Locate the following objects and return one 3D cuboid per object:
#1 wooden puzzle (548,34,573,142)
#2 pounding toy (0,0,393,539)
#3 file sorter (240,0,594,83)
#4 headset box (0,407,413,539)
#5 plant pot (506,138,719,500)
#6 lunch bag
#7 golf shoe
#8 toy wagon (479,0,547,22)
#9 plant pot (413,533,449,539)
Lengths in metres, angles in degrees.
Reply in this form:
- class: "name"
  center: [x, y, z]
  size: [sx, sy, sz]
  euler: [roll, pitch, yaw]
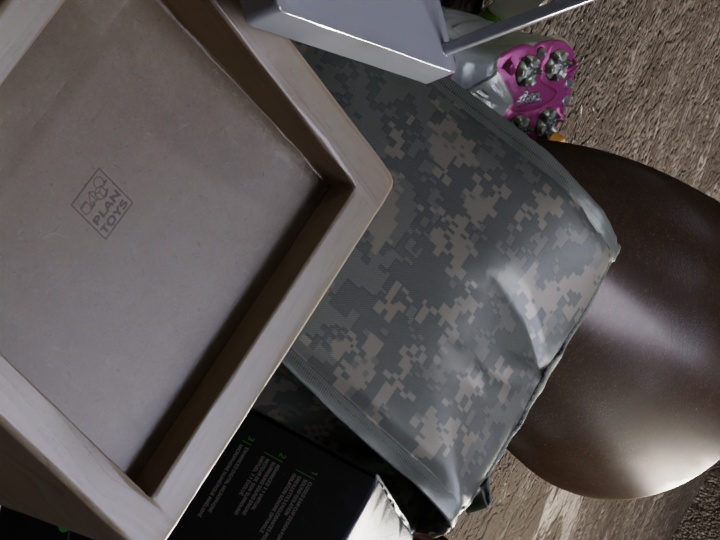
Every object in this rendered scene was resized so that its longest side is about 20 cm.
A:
- class: "wooden puzzle"
  center: [0.059, -0.032, 1.143]
  size: [0.185, 0.046, 0.201]
  euler: [-38, 161, -52]
- class: "pounding toy"
  center: [-0.108, -0.001, 0.622]
  size: [0.200, 0.141, 0.185]
  euler: [50, 63, -36]
- class: "file sorter"
  center: [0.024, -0.185, 0.619]
  size: [0.138, 0.123, 0.202]
  euler: [5, 70, -63]
- class: "headset box"
  center: [-0.097, 0.128, 0.742]
  size: [0.175, 0.199, 0.093]
  euler: [-60, 160, -14]
- class: "plant pot"
  center: [0.103, 0.009, 0.987]
  size: [0.200, 0.186, 0.188]
  euler: [30, 86, -56]
- class: "lunch bag"
  center: [0.000, 0.000, 0.816]
  size: [0.165, 0.199, 0.118]
  euler: [-55, -174, -26]
- class: "golf shoe"
  center: [0.023, -0.102, 0.981]
  size: [0.199, 0.091, 0.076]
  euler: [-1, 117, -44]
- class: "toy wagon"
  center: [0.126, -0.192, 1.077]
  size: [0.155, 0.040, 0.200]
  euler: [-48, 180, 10]
- class: "plant pot"
  center: [-0.042, 0.227, 1.060]
  size: [0.201, 0.199, 0.197]
  euler: [18, 89, -71]
